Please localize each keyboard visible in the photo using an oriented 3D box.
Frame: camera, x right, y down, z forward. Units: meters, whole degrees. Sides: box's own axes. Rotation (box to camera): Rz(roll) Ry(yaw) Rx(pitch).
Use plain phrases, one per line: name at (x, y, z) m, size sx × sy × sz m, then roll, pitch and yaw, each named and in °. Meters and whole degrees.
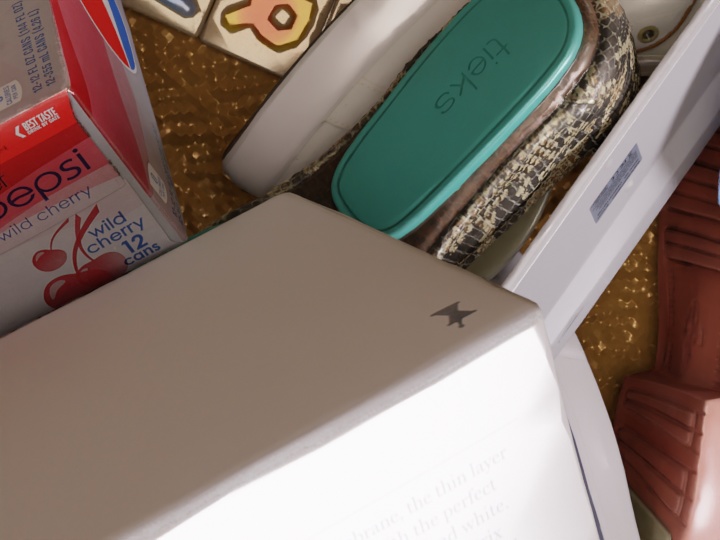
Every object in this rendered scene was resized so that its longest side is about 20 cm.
keyboard at (0.070, -0.022, 0.754) m, size 0.011 × 0.056 × 0.200 m, roll 32°, pitch 82°, yaw 26°

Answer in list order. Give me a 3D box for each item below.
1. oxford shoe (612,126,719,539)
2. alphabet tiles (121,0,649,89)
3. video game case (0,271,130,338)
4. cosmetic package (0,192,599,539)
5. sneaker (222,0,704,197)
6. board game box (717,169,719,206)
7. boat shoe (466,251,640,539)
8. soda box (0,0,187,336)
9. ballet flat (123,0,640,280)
oxford shoe at (0.131, 0.002, 0.818) m, size 0.074 × 0.071 × 0.201 m, roll 12°, pitch 100°, yaw -23°
alphabet tiles at (0.014, -0.132, 0.822) m, size 0.199 × 0.006 × 0.167 m, roll 24°, pitch 95°, yaw -4°
video game case at (-0.124, 0.063, 0.801) m, size 0.200 × 0.045 × 0.182 m, roll -33°, pitch 113°, yaw 2°
cosmetic package at (-0.044, 0.120, 0.645) m, size 0.199 × 0.123 × 0.201 m, roll -28°, pitch 119°, yaw -23°
sneaker at (0.053, -0.072, 0.789) m, size 0.200 × 0.073 × 0.085 m, roll -39°, pitch 93°, yaw 2°
board game box at (0.197, -0.029, 0.777) m, size 0.158 × 0.039 × 0.200 m, roll -46°, pitch 121°, yaw -6°
boat shoe at (0.034, 0.077, 0.798) m, size 0.066 × 0.072 × 0.201 m, roll -20°, pitch 93°, yaw -39°
soda box at (-0.105, -0.076, 0.730) m, size 0.070 × 0.200 × 0.063 m, roll -28°, pitch 135°, yaw 8°
ballet flat at (0.000, 0.000, 0.752) m, size 0.200 × 0.075 × 0.068 m, roll -40°, pitch 56°, yaw 3°
